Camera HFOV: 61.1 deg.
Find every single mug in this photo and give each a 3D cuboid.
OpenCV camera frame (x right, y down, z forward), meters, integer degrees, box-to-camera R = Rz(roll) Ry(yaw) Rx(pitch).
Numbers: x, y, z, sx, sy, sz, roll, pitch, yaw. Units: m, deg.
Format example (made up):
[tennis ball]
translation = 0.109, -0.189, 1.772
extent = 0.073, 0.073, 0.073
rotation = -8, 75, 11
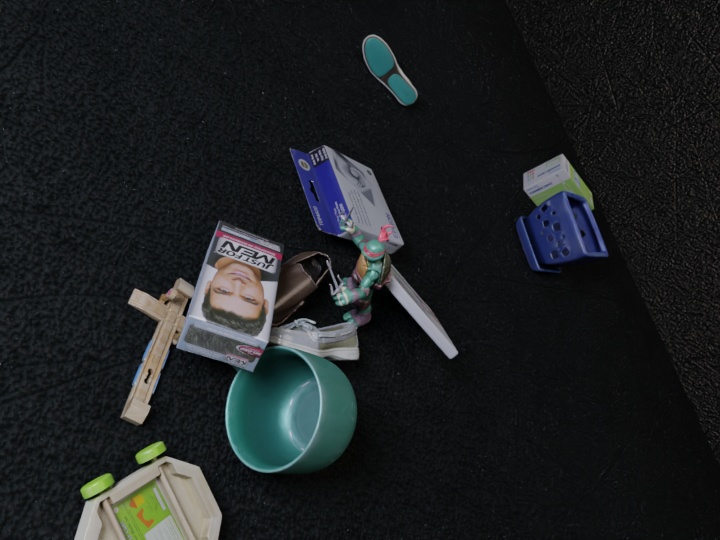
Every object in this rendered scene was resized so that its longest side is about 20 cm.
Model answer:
[mug]
translation = -0.083, 0.169, 0.794
extent = 0.114, 0.152, 0.186
rotation = 30, 43, -54

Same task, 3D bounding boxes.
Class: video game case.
[video game case]
translation = 0.093, 0.053, 1.126
extent = 0.200, 0.024, 0.182
rotation = 49, 6, -20

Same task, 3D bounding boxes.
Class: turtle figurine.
[turtle figurine]
translation = 0.000, 0.000, 0.975
extent = 0.100, 0.200, 0.150
rotation = 10, 55, 1

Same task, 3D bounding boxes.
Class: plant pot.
[plant pot]
translation = 0.579, -0.098, 1.780
extent = 0.200, 0.180, 0.201
rotation = 2, 66, -51

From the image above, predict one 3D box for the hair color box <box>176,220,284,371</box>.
[hair color box]
translation = -0.164, 0.027, 0.798
extent = 0.099, 0.061, 0.200
rotation = 21, 36, -16

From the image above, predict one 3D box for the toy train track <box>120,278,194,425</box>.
[toy train track]
translation = -0.240, 0.090, 0.747
extent = 0.115, 0.032, 0.200
rotation = 39, 43, -31

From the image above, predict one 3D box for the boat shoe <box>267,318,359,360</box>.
[boat shoe]
translation = -0.070, 0.100, 0.912
extent = 0.202, 0.074, 0.065
rotation = 15, 74, -51

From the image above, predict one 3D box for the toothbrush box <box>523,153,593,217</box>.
[toothbrush box]
translation = 0.649, -0.259, 1.999
extent = 0.200, 0.145, 0.086
rotation = 40, 42, -29

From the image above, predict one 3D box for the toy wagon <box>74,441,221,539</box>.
[toy wagon]
translation = -0.233, 0.281, 0.631
extent = 0.200, 0.040, 0.156
rotation = -25, 89, -54

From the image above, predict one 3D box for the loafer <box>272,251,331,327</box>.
[loafer]
translation = -0.108, 0.020, 0.926
extent = 0.073, 0.071, 0.200
rotation = 53, 36, -13

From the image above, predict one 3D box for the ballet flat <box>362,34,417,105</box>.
[ballet flat]
translation = 0.067, -0.489, 1.488
extent = 0.200, 0.069, 0.070
rotation = 46, 39, -30

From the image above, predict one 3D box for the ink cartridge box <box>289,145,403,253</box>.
[ink cartridge box]
translation = -0.023, -0.137, 1.127
extent = 0.200, 0.041, 0.200
rotation = 14, 46, -47
